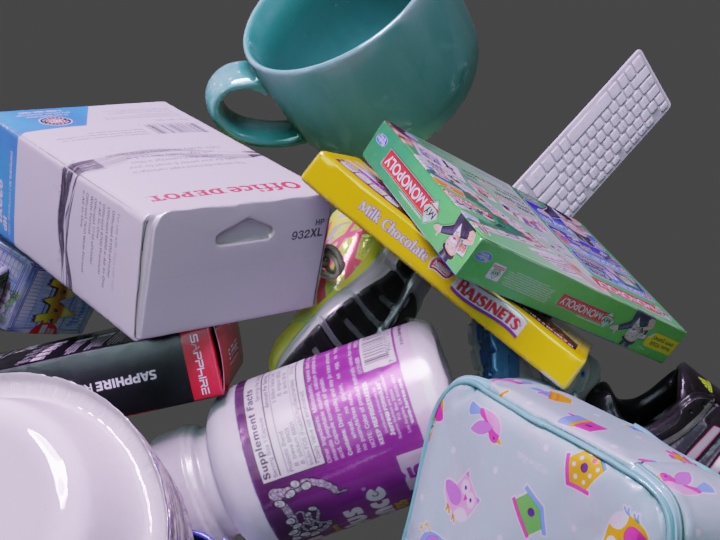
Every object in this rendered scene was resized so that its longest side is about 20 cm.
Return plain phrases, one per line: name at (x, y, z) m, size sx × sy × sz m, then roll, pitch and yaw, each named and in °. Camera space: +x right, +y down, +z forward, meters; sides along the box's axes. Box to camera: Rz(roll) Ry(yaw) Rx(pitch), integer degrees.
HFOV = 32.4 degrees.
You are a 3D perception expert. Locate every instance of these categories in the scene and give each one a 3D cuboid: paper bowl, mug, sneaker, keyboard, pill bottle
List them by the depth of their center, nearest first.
paper bowl at (-0.192, 0.148, 0.639) m, size 0.198 × 0.105 × 0.203 m, roll -4°, pitch 58°, yaw 6°
sneaker at (0.228, 0.102, 0.789) m, size 0.197 × 0.074 × 0.089 m, roll -4°, pitch 102°, yaw 9°
pill bottle at (-0.030, 0.115, 0.801) m, size 0.198 × 0.112 × 0.113 m, roll -20°, pitch 68°, yaw 5°
sneaker at (0.120, 0.089, 0.824) m, size 0.085 × 0.075 × 0.203 m, roll 3°, pitch 73°, yaw -8°
sneaker at (0.000, 0.000, 0.875) m, size 0.200 × 0.078 × 0.090 m, roll -48°, pitch 50°, yaw -9°
keyboard at (0.150, -0.071, 0.891) m, size 0.200 × 0.056 × 0.011 m, roll -47°, pitch 37°, yaw -12°
mug at (-0.004, -0.153, 0.898) m, size 0.183 × 0.115 × 0.153 m, roll -2°, pitch 51°, yaw 35°

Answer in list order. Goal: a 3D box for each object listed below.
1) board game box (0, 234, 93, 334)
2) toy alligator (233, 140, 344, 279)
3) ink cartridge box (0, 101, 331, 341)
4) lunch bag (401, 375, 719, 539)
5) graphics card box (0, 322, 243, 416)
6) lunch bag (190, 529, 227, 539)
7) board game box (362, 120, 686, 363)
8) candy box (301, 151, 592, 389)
board game box at (-0.287, -0.017, 0.862) m, size 0.199 × 0.200 × 0.062 m, roll 32°, pitch 111°, yaw 5°
toy alligator at (-0.061, -0.046, 0.887) m, size 0.054 × 0.060 × 0.199 m, roll -15°, pitch 36°, yaw -41°
ink cartridge box at (-0.137, -0.040, 0.817) m, size 0.144 × 0.085 × 0.199 m, roll -10°, pitch 29°, yaw -41°
lunch bag at (0.106, 0.156, 0.668) m, size 0.199 × 0.076 × 0.162 m, roll 28°, pitch 106°, yaw 52°
graphics card box at (-0.181, 0.070, 0.829) m, size 0.197 × 0.125 × 0.052 m, roll -11°, pitch 95°, yaw 0°
lunch bag at (-0.155, 0.225, 0.744) m, size 0.198 × 0.170 × 0.125 m, roll -19°, pitch 64°, yaw -4°
board game box at (0.105, -0.016, 0.783) m, size 0.029 × 0.199 × 0.135 m, roll -53°, pitch 40°, yaw 18°
candy box at (0.057, -0.003, 0.767) m, size 0.199 × 0.102 × 0.027 m, roll 39°, pitch 98°, yaw 9°
